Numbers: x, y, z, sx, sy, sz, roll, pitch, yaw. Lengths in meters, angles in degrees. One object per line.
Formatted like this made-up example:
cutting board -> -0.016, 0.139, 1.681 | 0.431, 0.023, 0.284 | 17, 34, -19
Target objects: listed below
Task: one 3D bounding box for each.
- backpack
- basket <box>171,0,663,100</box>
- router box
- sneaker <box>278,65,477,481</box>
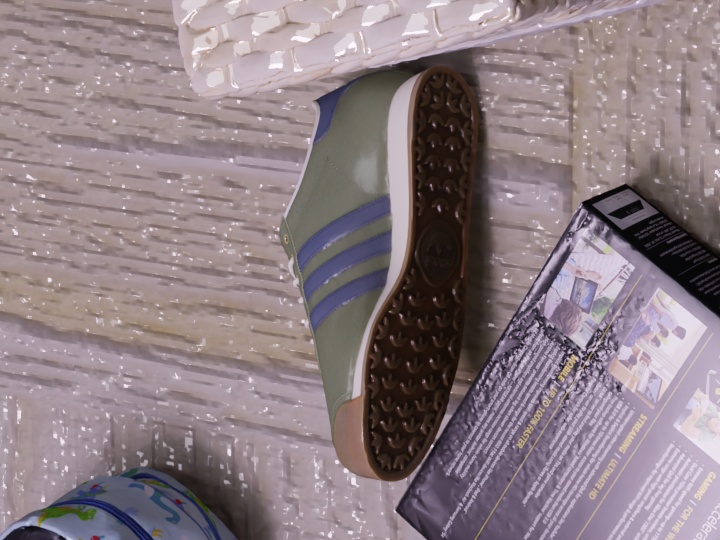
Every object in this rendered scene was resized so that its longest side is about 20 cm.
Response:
backpack -> -0.145, 0.199, 1.484 | 0.163, 0.154, 0.200 | 41, 143, 23
basket -> 0.015, -0.193, 1.254 | 0.200, 0.161, 0.199 | -10, 96, 38
router box -> 0.123, 0.084, 1.309 | 0.149, 0.051, 0.200 | 41, 121, 19
sneaker -> 0.000, 0.000, 1.353 | 0.090, 0.067, 0.201 | 4, 84, 43
